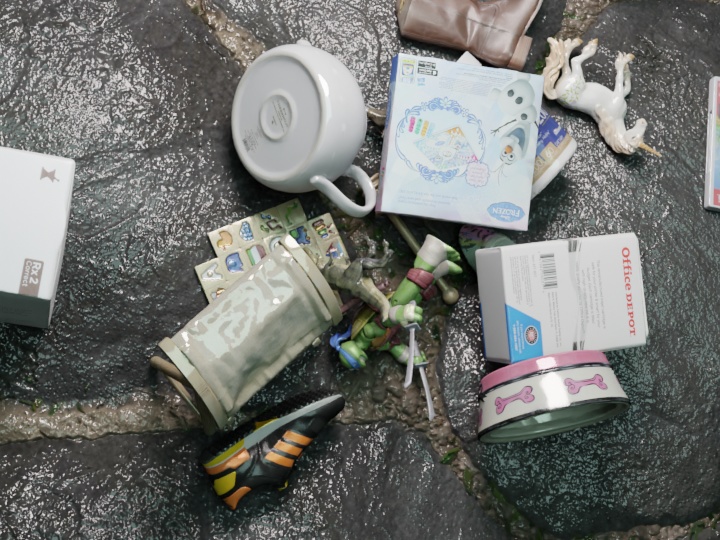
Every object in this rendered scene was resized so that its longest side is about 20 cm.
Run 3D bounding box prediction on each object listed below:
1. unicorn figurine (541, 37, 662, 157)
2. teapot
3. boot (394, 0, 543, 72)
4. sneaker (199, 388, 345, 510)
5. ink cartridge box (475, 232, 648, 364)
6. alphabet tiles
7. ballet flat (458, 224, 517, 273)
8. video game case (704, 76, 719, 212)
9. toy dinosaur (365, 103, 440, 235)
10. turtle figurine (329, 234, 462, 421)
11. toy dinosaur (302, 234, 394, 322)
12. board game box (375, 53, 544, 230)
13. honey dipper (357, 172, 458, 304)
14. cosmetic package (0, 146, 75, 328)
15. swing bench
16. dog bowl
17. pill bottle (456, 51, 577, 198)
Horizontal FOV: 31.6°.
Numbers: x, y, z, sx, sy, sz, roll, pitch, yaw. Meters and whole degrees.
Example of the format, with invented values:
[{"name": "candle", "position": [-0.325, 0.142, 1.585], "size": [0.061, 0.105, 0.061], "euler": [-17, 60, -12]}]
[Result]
[{"name": "unicorn figurine", "position": [0.344, -0.247, 1.807], "size": [0.197, 0.074, 0.139], "euler": [18, 83, 4]}, {"name": "teapot", "position": [-0.059, -0.189, 1.640], "size": [0.145, 0.196, 0.203], "euler": [0, 105, -51]}, {"name": "boot", "position": [0.154, -0.387, 1.790], "size": [0.197, 0.064, 0.189], "euler": [17, 72, -6]}, {"name": "sneaker", "position": [-0.098, 0.222, 1.587], "size": [0.198, 0.070, 0.091], "euler": [-27, 101, -18]}, {"name": "ink cartridge box", "position": [0.258, 0.034, 1.637], "size": [0.197, 0.084, 0.148], "euler": [-5, 90, -20]}, {"name": "alphabet tiles", "position": [-0.108, 0.005, 1.657], "size": [0.198, 0.006, 0.168], "euler": [-22, 85, -19]}, {"name": "ballet flat", "position": [0.209, 0.013, 1.706], "size": [0.069, 0.071, 0.201], "euler": [-34, 88, -21]}, {"name": "video game case", "position": [0.576, -0.176, 1.875], "size": [0.141, 0.017, 0.203], "euler": [10, 76, -13]}, {"name": "toy dinosaur", "position": [0.076, -0.148, 1.699], "size": [0.076, 0.102, 0.202], "euler": [-31, 97, -9]}, {"name": "turtle figurine", "position": [0.077, 0.070, 1.616], "size": [0.195, 0.199, 0.144], "euler": [-55, 133, -10]}, {"name": "toy dinosaur", "position": [0.000, 0.000, 1.605], "size": [0.088, 0.199, 0.047], "euler": [-51, 131, -9]}, {"name": "board game box", "position": [0.127, -0.162, 1.635], "size": [0.197, 0.043, 0.202], "euler": [7, 89, -11]}, {"name": "honey dipper", "position": [0.069, -0.040, 1.701], "size": [0.038, 0.038, 0.201], "euler": [-38, 93, -19]}, {"name": "cosmetic package", "position": [-0.427, -0.039, 1.478], "size": [0.163, 0.200, 0.167], "euler": [10, 75, -13]}, {"name": "swing bench", "position": [-0.135, 0.083, 1.524], "size": [0.198, 0.200, 0.130], "euler": [-41, 92, -16]}, {"name": "dog bowl", "position": [0.238, 0.159, 1.619], "size": [0.197, 0.200, 0.075], "euler": [-7, 72, -16]}, {"name": "pill bottle", "position": [0.189, -0.198, 1.726], "size": [0.200, 0.111, 0.111], "euler": [43, 71, -2]}]
